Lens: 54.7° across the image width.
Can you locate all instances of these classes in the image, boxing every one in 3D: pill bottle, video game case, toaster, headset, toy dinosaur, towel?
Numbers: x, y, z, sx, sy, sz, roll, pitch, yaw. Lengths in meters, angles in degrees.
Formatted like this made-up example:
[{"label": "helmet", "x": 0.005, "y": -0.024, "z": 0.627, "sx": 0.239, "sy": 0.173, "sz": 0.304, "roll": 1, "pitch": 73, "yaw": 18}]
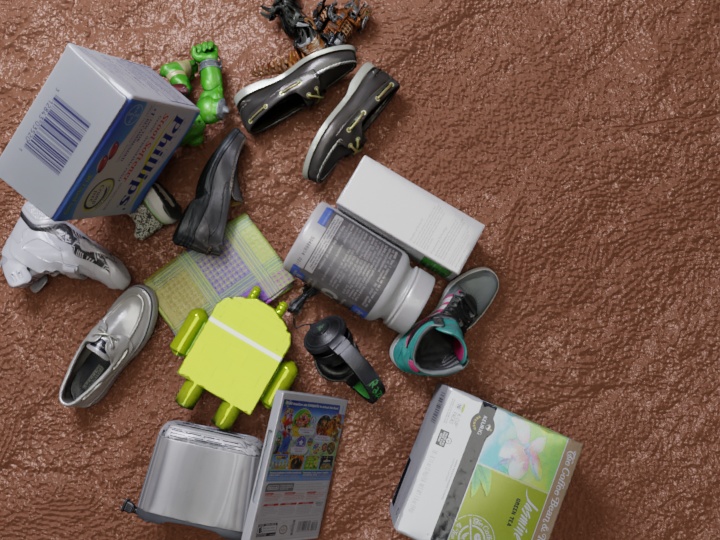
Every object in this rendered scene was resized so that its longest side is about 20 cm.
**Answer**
[{"label": "pill bottle", "x": 0.000, "y": 0.000, "z": 0.995, "sx": 0.199, "sy": 0.114, "sz": 0.114, "roll": 32, "pitch": 84, "yaw": -3}, {"label": "video game case", "x": -0.087, "y": 0.272, "z": 0.965, "sx": 0.018, "sy": 0.143, "sz": 0.202, "roll": 8, "pitch": 82, "yaw": 39}, {"label": "toaster", "x": -0.220, "y": 0.287, "z": 0.968, "sx": 0.198, "sy": 0.114, "sz": 0.130, "roll": 12, "pitch": 80, "yaw": 1}, {"label": "headset", "x": -0.031, "y": 0.101, "z": 0.992, "sx": 0.094, "sy": 0.124, "sz": 0.200, "roll": -42, "pitch": 61, "yaw": -15}, {"label": "toy dinosaur", "x": -0.079, "y": -0.362, "z": 1.053, "sx": 0.200, "sy": 0.102, "sz": 0.136, "roll": -42, "pitch": 103, "yaw": -26}, {"label": "towel", "x": -0.214, "y": 0.023, "z": 1.041, "sx": 0.199, "sy": 0.023, "sz": 0.144, "roll": -37, "pitch": 85, "yaw": -5}]

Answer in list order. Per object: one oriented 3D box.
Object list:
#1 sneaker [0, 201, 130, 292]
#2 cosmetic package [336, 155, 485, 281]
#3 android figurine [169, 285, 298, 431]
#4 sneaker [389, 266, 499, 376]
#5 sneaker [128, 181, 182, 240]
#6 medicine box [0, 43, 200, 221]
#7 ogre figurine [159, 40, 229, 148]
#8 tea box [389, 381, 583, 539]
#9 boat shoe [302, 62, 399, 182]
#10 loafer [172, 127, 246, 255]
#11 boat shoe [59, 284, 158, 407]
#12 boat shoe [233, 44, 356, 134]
[{"label": "sneaker", "x": -0.437, "y": -0.004, "z": 1.017, "sx": 0.199, "sy": 0.075, "sz": 0.115, "roll": 34, "pitch": 85, "yaw": 8}, {"label": "cosmetic package", "x": 0.070, "y": -0.074, "z": 1.011, "sx": 0.199, "sy": 0.108, "sz": 0.085, "roll": 29, "pitch": 85, "yaw": 4}, {"label": "android figurine", "x": -0.178, "y": 0.121, "z": 1.001, "sx": 0.181, "sy": 0.041, "sz": 0.201, "roll": 28, "pitch": 84, "yaw": -3}, {"label": "sneaker", "x": 0.132, "y": 0.076, "z": 0.980, "sx": 0.200, "sy": 0.121, "sz": 0.084, "roll": -44, "pitch": 104, "yaw": -3}, {"label": "sneaker", "x": -0.358, "y": -0.128, "z": 1.034, "sx": 0.088, "sy": 0.077, "sz": 0.200, "roll": -41, "pitch": 83, "yaw": 4}, {"label": "medicine box", "x": -0.326, "y": -0.169, "z": 0.890, "sx": 0.103, "sy": 0.200, "sz": 0.183, "roll": 39, "pitch": 103, "yaw": 4}, {"label": "ogre figurine", "x": -0.279, "y": -0.240, "z": 1.033, "sx": 0.199, "sy": 0.098, "sz": 0.120, "roll": -27, "pitch": 73, "yaw": -15}, {"label": "tea box", "x": 0.166, "y": 0.286, "z": 0.959, "sx": 0.195, "sy": 0.134, "sz": 0.202, "roll": 22, "pitch": 84, "yaw": 1}, {"label": "boat shoe", "x": -0.014, "y": -0.213, "z": 1.037, "sx": 0.060, "sy": 0.072, "sz": 0.202, "roll": 30, "pitch": 83, "yaw": 7}, {"label": "loafer", "x": -0.208, "y": -0.116, "z": 1.035, "sx": 0.072, "sy": 0.073, "sz": 0.201, "roll": 26, "pitch": 75, "yaw": -19}, {"label": "boat shoe", "x": -0.365, "y": 0.109, "z": 1.000, "sx": 0.072, "sy": 0.066, "sz": 0.201, "roll": 37, "pitch": 90, "yaw": 6}, {"label": "boat shoe", "x": -0.090, "y": -0.269, "z": 1.043, "sx": 0.200, "sy": 0.072, "sz": 0.061, "roll": -24, "pitch": 77, "yaw": 10}]
